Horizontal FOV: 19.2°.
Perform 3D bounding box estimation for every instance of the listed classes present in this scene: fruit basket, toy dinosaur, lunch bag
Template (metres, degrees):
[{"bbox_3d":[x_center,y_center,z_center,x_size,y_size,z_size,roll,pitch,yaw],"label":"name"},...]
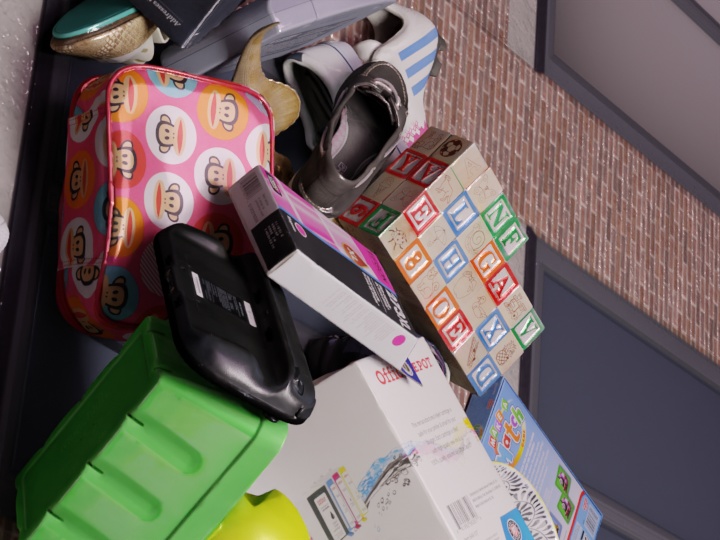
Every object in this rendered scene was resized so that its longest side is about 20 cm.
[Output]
[{"bbox_3d":[-0.108,0.161,1.447,0.216,0.215,0.156,56,6,-28],"label":"fruit basket"},{"bbox_3d":[-0.097,-0.129,1.664,0.200,0.101,0.058,83,-9,-49],"label":"toy dinosaur"},{"bbox_3d":[-0.128,-0.044,1.555,0.176,0.082,0.200,9,80,-34],"label":"lunch bag"}]

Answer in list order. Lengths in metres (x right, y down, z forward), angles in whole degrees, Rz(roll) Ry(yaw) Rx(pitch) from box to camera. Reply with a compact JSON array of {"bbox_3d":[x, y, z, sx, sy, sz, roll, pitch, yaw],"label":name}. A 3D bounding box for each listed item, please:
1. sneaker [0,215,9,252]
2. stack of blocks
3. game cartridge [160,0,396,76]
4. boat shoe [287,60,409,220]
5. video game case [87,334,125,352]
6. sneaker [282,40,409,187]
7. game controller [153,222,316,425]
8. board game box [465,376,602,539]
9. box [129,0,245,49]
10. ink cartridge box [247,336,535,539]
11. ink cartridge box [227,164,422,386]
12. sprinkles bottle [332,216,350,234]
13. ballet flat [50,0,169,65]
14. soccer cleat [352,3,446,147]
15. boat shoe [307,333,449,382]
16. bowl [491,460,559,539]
[{"bbox_3d":[-0.311,-0.026,1.368,0.114,0.075,0.200,66,30,-14],"label":"sneaker"},{"bbox_3d":[0.080,-0.006,1.775,0.115,0.059,0.200,-44,128,-16],"label":"stack of blocks"},{"bbox_3d":[-0.058,-0.201,1.715,0.200,0.133,0.041,-26,97,-59],"label":"game cartridge"},{"bbox_3d":[0.004,-0.114,1.734,0.067,0.057,0.200,39,44,-10],"label":"boat shoe"},{"bbox_3d":[-0.135,0.018,1.646,0.200,0.019,0.143,33,54,-43],"label":"video game case"},{"bbox_3d":[-0.008,-0.101,1.810,0.071,0.073,0.200,-18,73,-42],"label":"sneaker"},{"bbox_3d":[-0.087,0.033,1.428,0.104,0.042,0.200,22,20,-21],"label":"game controller"},{"bbox_3d":[0.149,0.221,1.965,0.200,0.037,0.151,55,40,-30],"label":"board game box"},{"bbox_3d":[-0.127,-0.308,1.550,0.200,0.197,0.124,43,39,-1],"label":"box"},{"bbox_3d":[0.015,0.176,1.638,0.200,0.145,0.147,62,22,7],"label":"ink cartridge box"},{"bbox_3d":[-0.015,0.006,1.558,0.200,0.037,0.095,40,17,-46],"label":"ink cartridge box"},{"bbox_3d":[0.000,0.000,1.800,0.200,0.068,0.068,42,48,-39],"label":"sprinkles bottle"},{"bbox_3d":[-0.167,-0.196,1.634,0.200,0.070,0.065,-49,135,-46],"label":"ballet flat"},{"bbox_3d":[0.021,-0.153,1.891,0.086,0.070,0.200,30,51,-30],"label":"soccer cleat"},{"bbox_3d":[0.047,0.111,1.808,0.200,0.093,0.075,34,53,-45],"label":"boat shoe"},{"bbox_3d":[0.086,0.267,1.811,0.201,0.094,0.201,22,63,-50],"label":"bowl"}]
